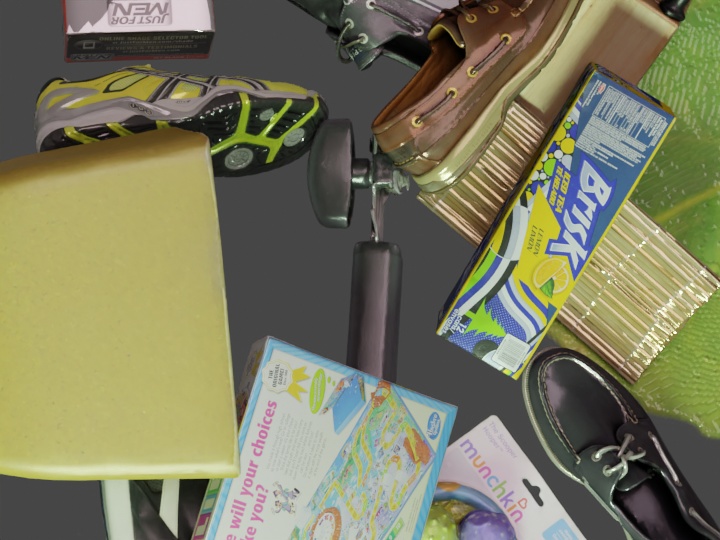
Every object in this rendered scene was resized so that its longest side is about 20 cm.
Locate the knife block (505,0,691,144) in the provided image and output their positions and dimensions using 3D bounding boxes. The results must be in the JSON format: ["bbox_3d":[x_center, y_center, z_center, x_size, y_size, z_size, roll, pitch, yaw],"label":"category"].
[{"bbox_3d":[0.171,-0.162,1.405,0.064,0.176,0.200,34,74,0],"label":"knife block"}]

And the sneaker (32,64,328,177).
[{"bbox_3d":[-0.117,-0.107,1.397,0.200,0.075,0.076,-4,48,-23],"label":"sneaker"}]

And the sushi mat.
[{"bbox_3d":[0.139,-0.022,1.429,0.200,0.012,0.096,41,107,1],"label":"sushi mat"}]

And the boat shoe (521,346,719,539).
[{"bbox_3d":[0.181,0.130,1.398,0.073,0.063,0.200,-33,84,-15],"label":"boat shoe"}]

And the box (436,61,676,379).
[{"bbox_3d":[0.126,-0.033,1.383,0.064,0.070,0.200,31,101,-2],"label":"box"}]

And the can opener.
[{"bbox_3d":[0.000,0.000,1.407,0.066,0.053,0.200,-2,78,5],"label":"can opener"}]

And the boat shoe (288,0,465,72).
[{"bbox_3d":[0.015,-0.163,1.440,0.200,0.070,0.066,22,73,-12],"label":"boat shoe"}]

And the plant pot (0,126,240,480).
[{"bbox_3d":[-0.188,0.022,1.255,0.200,0.194,0.196,-5,96,-10],"label":"plant pot"}]

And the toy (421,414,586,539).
[{"bbox_3d":[0.047,0.192,1.369,0.200,0.047,0.115,-35,87,-15],"label":"toy"}]

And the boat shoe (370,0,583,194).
[{"bbox_3d":[0.081,-0.147,1.386,0.068,0.072,0.200,37,81,-20],"label":"boat shoe"}]

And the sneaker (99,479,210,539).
[{"bbox_3d":[-0.099,0.198,1.329,0.112,0.073,0.200,-6,77,-9],"label":"sneaker"}]

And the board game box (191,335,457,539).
[{"bbox_3d":[-0.030,0.157,1.313,0.134,0.034,0.200,22,73,-16],"label":"board game box"}]

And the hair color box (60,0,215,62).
[{"bbox_3d":[-0.155,-0.244,1.428,0.101,0.061,0.200,-2,76,-10],"label":"hair color box"}]
